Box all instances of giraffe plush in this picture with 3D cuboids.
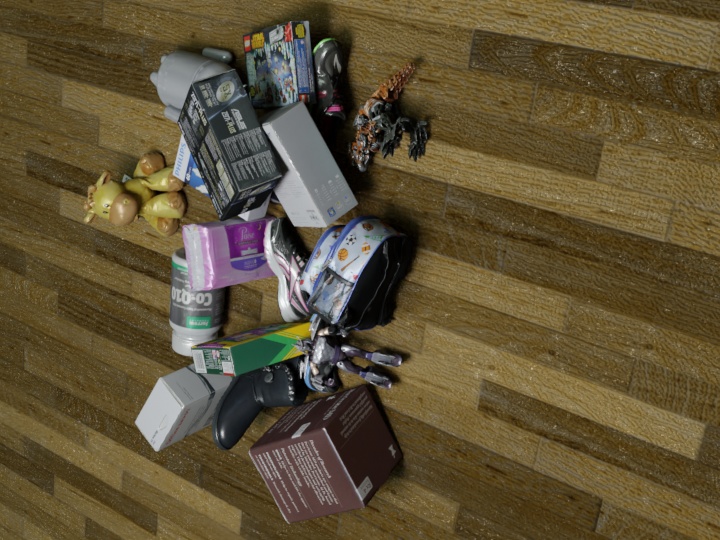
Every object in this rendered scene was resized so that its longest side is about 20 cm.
[{"bbox_3d":[-0.477,-0.151,1.826,0.197,0.161,0.176,13,109,30],"label":"giraffe plush"}]

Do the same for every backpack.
[{"bbox_3d":[0.000,0.000,1.543,0.153,0.199,0.192,38,106,18],"label":"backpack"}]

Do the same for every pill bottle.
[{"bbox_3d":[-0.333,0.063,1.813,0.112,0.113,0.204,16,110,29],"label":"pill bottle"}]

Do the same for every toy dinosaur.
[{"bbox_3d":[0.038,-0.253,1.507,0.136,0.101,0.202,49,146,34],"label":"toy dinosaur"}]

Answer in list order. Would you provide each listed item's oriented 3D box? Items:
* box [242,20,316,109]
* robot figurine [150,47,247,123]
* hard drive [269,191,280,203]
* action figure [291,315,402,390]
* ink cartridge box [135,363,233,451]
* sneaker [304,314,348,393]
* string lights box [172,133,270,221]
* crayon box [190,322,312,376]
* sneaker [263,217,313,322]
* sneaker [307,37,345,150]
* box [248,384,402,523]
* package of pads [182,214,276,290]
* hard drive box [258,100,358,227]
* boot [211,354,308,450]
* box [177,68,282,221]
[{"bbox_3d":[-0.147,-0.361,1.583,0.199,0.039,0.140,11,108,58],"label":"box"},{"bbox_3d":[-0.308,-0.350,1.694,0.198,0.113,0.172,21,79,29],"label":"robot figurine"},{"bbox_3d":[-0.226,-0.219,1.716,0.198,0.042,0.137,26,115,26],"label":"hard drive"},{"bbox_3d":[-0.030,0.155,1.604,0.196,0.069,0.132,16,101,-12],"label":"action figure"},{"bbox_3d":[-0.344,0.263,1.814,0.083,0.199,0.147,44,121,16],"label":"ink cartridge box"},{"bbox_3d":[-0.056,0.141,1.678,0.082,0.071,0.203,18,116,24],"label":"sneaker"},{"bbox_3d":[-0.257,-0.187,1.681,0.198,0.059,0.104,31,117,23],"label":"string lights box"},{"bbox_3d":[-0.203,0.147,1.671,0.199,0.170,0.059,-8,96,59],"label":"crayon box"},{"bbox_3d":[-0.118,-0.006,1.687,0.085,0.080,0.204,-8,105,22],"label":"sneaker"},{"bbox_3d":[-0.052,-0.303,1.553,0.084,0.076,0.203,37,131,44],"label":"sneaker"},{"bbox_3d":[-0.064,0.342,1.654,0.198,0.166,0.166,-23,99,35],"label":"box"},{"bbox_3d":[-0.241,-0.037,1.675,0.075,0.198,0.123,1,99,38],"label":"package of pads"},{"bbox_3d":[-0.109,-0.181,1.552,0.202,0.076,0.155,61,159,-17],"label":"hard drive box"},{"bbox_3d":[-0.189,0.254,1.731,0.166,0.202,0.077,-7,138,37],"label":"boot"},{"bbox_3d":[-0.228,-0.211,1.528,0.203,0.085,0.164,65,156,6],"label":"box"}]
